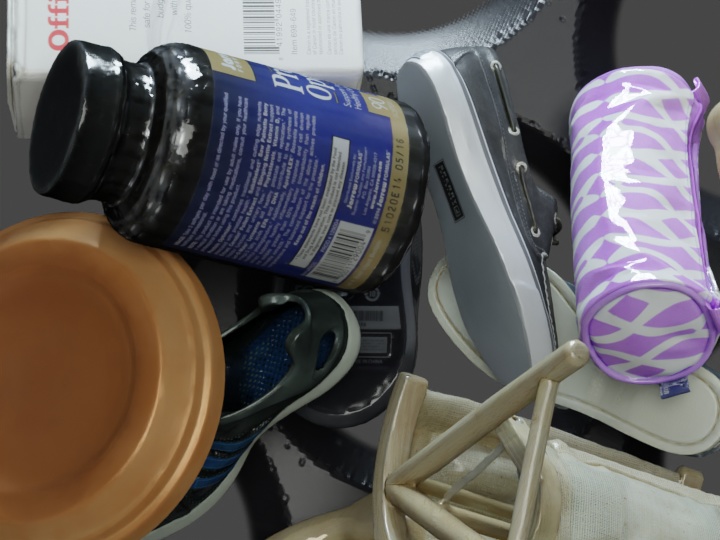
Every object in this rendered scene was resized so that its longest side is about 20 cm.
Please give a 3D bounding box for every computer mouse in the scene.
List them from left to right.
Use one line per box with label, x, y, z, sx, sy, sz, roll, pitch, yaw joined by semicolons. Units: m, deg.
computer mouse;0.000;0.000;1.618;0.138;0.053;0.201;5;72;8

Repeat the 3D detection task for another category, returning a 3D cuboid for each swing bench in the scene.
swing bench;0.131;0.134;1.455;0.198;0.200;0.130;19;75;-22

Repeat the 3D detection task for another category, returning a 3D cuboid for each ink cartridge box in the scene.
ink cartridge box;-0.103;-0.155;1.601;0.199;0.085;0.146;0;65;-6

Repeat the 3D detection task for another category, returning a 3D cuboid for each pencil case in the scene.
pencil case;0.161;-0.028;1.573;0.085;0.084;0.200;-21;42;19

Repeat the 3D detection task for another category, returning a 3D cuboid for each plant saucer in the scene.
plant saucer;-0.171;0.062;1.523;0.199;0.037;0.201;-6;75;22

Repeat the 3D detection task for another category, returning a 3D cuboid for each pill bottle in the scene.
pill bottle;-0.072;-0.060;1.510;0.199;0.112;0.112;14;79;-24

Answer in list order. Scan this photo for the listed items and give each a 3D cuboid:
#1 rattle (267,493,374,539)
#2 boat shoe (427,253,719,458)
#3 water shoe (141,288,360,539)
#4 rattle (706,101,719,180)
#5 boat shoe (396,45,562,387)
rattle;0.024;0.191;1.575;0.200;0.130;0.143;-31;96;-35
boat shoe;0.131;0.047;1.611;0.199;0.062;0.075;23;91;21
water shoe;-0.091;0.076;1.553;0.200;0.079;0.072;-44;64;17
rattle;0.307;-0.079;1.576;0.199;0.143;0.130;1;47;-26
boat shoe;0.081;-0.033;1.577;0.066;0.070;0.201;-18;85;-27
